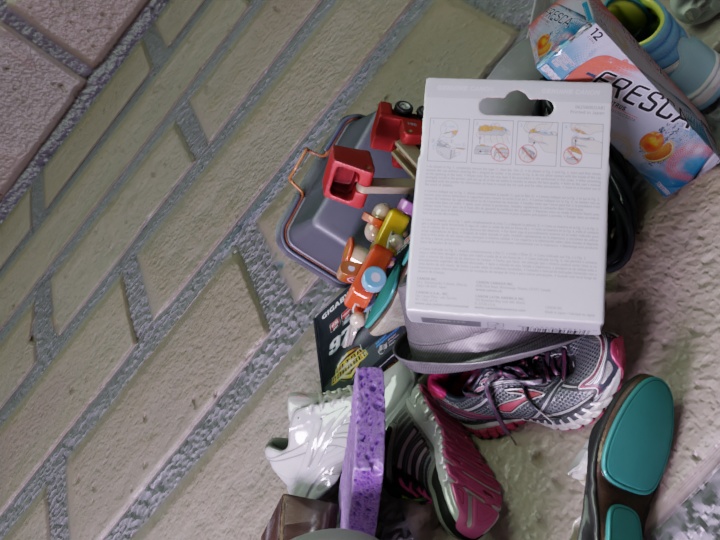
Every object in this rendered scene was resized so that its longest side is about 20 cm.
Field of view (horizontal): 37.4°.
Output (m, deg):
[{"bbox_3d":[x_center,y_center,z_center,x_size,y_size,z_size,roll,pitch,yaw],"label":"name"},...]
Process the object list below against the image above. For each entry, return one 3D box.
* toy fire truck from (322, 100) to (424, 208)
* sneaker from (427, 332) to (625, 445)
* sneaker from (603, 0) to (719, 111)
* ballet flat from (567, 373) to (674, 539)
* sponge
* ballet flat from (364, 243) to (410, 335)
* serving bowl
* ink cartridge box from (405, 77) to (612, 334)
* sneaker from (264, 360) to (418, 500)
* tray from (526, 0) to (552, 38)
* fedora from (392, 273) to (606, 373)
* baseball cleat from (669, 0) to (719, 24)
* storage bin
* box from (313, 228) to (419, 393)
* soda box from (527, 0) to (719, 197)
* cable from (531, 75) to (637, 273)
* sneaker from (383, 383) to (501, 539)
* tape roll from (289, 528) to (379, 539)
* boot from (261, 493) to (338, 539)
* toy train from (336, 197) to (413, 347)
[{"bbox_3d":[0.061,-0.117,1.127,0.142,0.197,0.049,-91,15,-48],"label":"toy fire truck"},{"bbox_3d":[0.144,0.098,0.934,0.199,0.074,0.081,-25,41,41],"label":"sneaker"},{"bbox_3d":[0.250,-0.216,1.038,0.199,0.130,0.080,8,67,59],"label":"sneaker"},{"bbox_3d":[0.186,0.173,0.808,0.068,0.068,0.202,-25,40,55],"label":"ballet flat"},{"bbox_3d":[0.000,0.194,0.978,0.112,0.029,0.202,-90,4,-45],"label":"sponge"},{"bbox_3d":[0.063,0.006,1.059,0.068,0.062,0.201,-69,4,-48],"label":"ballet flat"},{"bbox_3d":[0.162,-0.128,1.065,0.065,0.200,0.201,32,87,21],"label":"serving bowl"},{"bbox_3d":[0.125,-0.053,0.883,0.160,0.057,0.203,3,74,9],"label":"ink cartridge box"},{"bbox_3d":[-0.026,0.152,1.092,0.200,0.099,0.078,-45,1,15],"label":"sneaker"},{"bbox_3d":[0.190,-0.225,1.205,0.108,0.022,0.202,92,-168,-59],"label":"tray"},{"bbox_3d":[0.112,0.018,0.958,0.198,0.091,0.177,-13,15,32],"label":"fedora"},{"bbox_3d":[0.377,-0.326,1.024,0.199,0.069,0.107,-33,36,33],"label":"baseball cleat"},{"bbox_3d":[-0.006,-0.097,1.246,0.202,0.145,0.134,-60,9,-12],"label":"storage bin"},{"bbox_3d":[0.035,0.054,1.170,0.200,0.046,0.160,-42,32,23],"label":"box"},{"bbox_3d":[0.232,-0.154,0.930,0.063,0.199,0.069,-35,35,29],"label":"soda box"},{"bbox_3d":[0.199,-0.093,0.954,0.050,0.163,0.202,-13,44,33],"label":"cable"},{"bbox_3d":[0.064,0.189,0.968,0.088,0.073,0.200,-49,26,13],"label":"sneaker"},{"bbox_3d":[-0.005,0.317,0.807,0.204,0.202,0.139,-59,30,-8],"label":"tape roll"},{"bbox_3d":[-0.095,0.330,1.042,0.185,0.064,0.202,-23,51,26],"label":"boot"},{"bbox_3d":[0.000,0.000,1.082,0.151,0.055,0.200,-63,0,-20],"label":"toy train"}]
